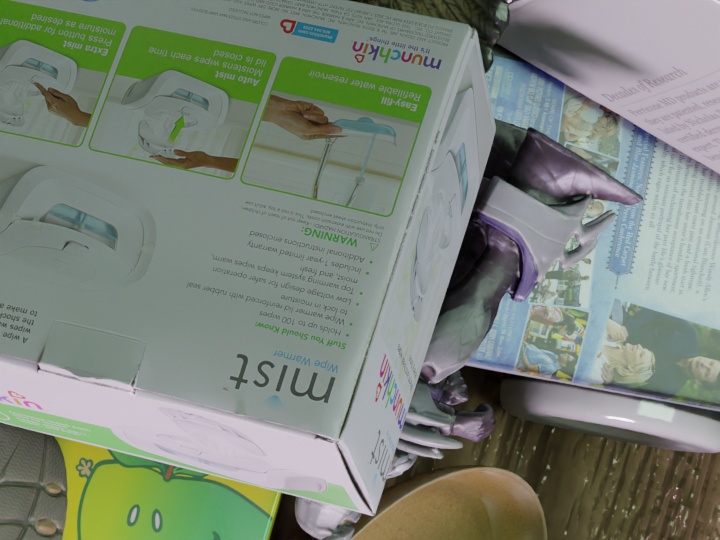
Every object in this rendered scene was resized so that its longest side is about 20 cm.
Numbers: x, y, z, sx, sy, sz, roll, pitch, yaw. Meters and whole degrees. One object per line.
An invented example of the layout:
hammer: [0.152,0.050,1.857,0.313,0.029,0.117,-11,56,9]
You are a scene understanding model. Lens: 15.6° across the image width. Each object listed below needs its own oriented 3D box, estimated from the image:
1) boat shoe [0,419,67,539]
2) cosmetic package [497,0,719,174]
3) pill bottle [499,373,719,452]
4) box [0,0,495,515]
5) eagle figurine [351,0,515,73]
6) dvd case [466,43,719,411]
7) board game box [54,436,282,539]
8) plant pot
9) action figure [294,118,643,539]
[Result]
boat shoe: [-0.187,0.146,1.058,0.074,0.073,0.200,35,73,-28]
cosmetic package: [0.189,-0.138,1.106,0.200,0.165,0.165,29,74,-14]
pill bottle: [0.139,-0.020,1.263,0.114,0.114,0.201,16,82,-36]
box: [-0.068,-0.020,1.020,0.097,0.200,0.177,67,37,-66]
eagle figurine: [0.016,-0.169,1.086,0.200,0.152,0.151,-50,149,-17]
dvd case: [0.125,-0.016,1.182,0.200,0.018,0.143,11,90,-16]
board game box: [-0.074,0.055,1.115,0.101,0.048,0.200,16,84,2]
plant pot: [0.007,0.170,1.184,0.200,0.027,0.200,-31,138,-33]
action figure: [0.031,0.034,1.087,0.069,0.130,0.200,31,92,-13]
